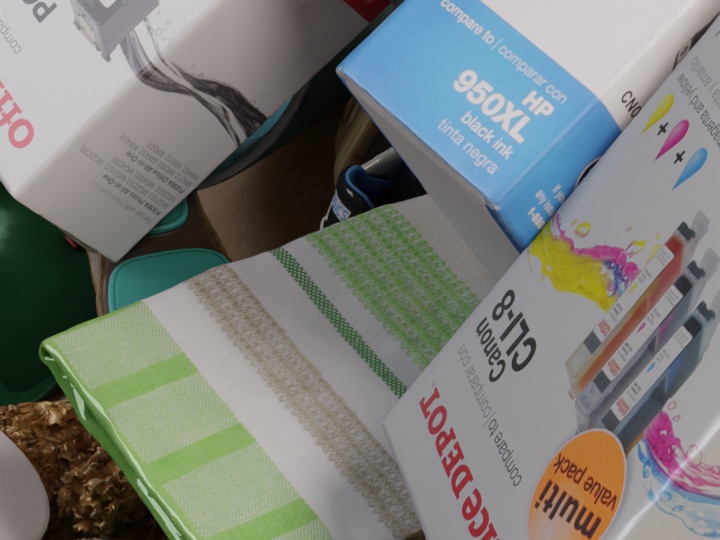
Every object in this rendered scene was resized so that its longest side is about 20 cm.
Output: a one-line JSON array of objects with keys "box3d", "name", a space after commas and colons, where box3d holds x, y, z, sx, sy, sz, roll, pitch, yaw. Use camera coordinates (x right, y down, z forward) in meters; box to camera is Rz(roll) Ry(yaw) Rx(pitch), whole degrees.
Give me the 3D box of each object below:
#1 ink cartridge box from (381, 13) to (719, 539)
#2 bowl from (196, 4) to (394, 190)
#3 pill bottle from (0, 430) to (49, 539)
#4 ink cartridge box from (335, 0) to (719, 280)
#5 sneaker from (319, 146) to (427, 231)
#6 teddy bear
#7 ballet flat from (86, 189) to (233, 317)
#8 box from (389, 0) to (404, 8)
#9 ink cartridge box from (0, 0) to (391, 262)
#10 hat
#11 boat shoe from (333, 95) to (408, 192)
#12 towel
[{"box3d": [0.130, 0.041, 0.819, 0.200, 0.145, 0.145, -52, 27, 17], "name": "ink cartridge box"}, {"box3d": [-0.061, -0.140, 1.343, 0.201, 0.105, 0.201, 5, 99, 38], "name": "bowl"}, {"box3d": [-0.204, 0.145, 1.078, 0.200, 0.120, 0.120, -54, 26, 24], "name": "pill bottle"}, {"box3d": [0.110, -0.080, 0.919, 0.200, 0.145, 0.084, -45, 55, -3], "name": "ink cartridge box"}, {"box3d": [0.000, 0.000, 1.178, 0.200, 0.072, 0.072, -51, 28, 18], "name": "sneaker"}, {"box3d": [-0.139, 0.091, 1.198, 0.145, 0.200, 0.067, -8, 78, 30], "name": "teddy bear"}, {"box3d": [-0.092, 0.007, 1.251, 0.072, 0.068, 0.200, 97, 157, -45], "name": "ballet flat"}, {"box3d": [0.083, -0.158, 1.056, 0.193, 0.200, 0.048, -43, 6, 31], "name": "box"}, {"box3d": [-0.090, -0.126, 1.201, 0.200, 0.083, 0.145, -43, 58, 8], "name": "ink cartridge box"}, {"box3d": [-0.223, -0.044, 1.497, 0.166, 0.176, 0.200, -45, 29, 27], "name": "hat"}, {"box3d": [0.049, -0.108, 1.204, 0.200, 0.071, 0.065, -50, 28, 21], "name": "boat shoe"}, {"box3d": [0.010, 0.041, 0.970, 0.149, 0.200, 0.031, 49, 149, 40], "name": "towel"}]
